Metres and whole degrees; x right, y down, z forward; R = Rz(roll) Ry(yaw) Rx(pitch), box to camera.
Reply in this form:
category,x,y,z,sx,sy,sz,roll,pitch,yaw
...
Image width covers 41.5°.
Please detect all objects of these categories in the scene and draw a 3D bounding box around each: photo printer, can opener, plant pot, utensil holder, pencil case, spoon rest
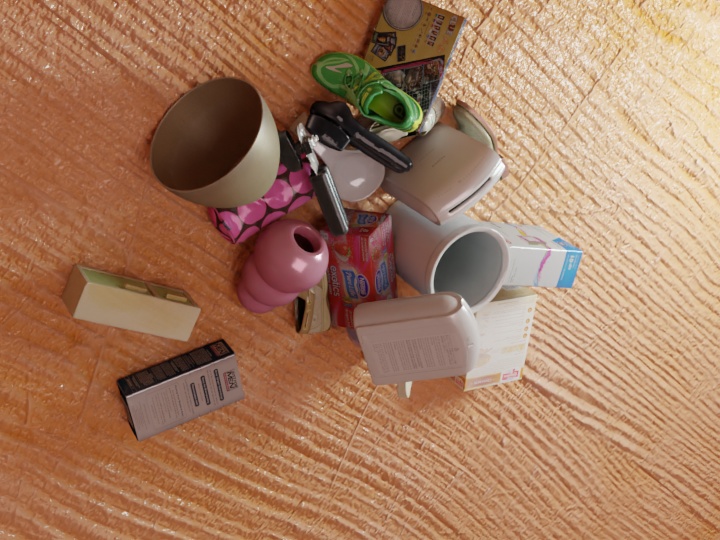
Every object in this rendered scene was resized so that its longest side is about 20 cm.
category,x,y,z,sx,sy,sz,roll,pitch,yaw
photo printer,0.143,-0.167,1.653,0.166,0.200,0.070,-40,128,-7
can opener,-0.001,-0.217,1.571,0.200,0.063,0.079,28,89,-24
plant pot,-0.201,-0.174,1.453,0.200,0.200,0.134,-48,143,-2
photo printer,0.102,0.116,1.626,0.199,0.070,0.167,-9,132,11
utensil holder,0.143,-0.034,1.719,0.169,0.200,0.171,-13,119,-25
pencil case,-0.153,-0.127,1.563,0.200,0.091,0.094,-34,117,-16
spoon rest,-0.036,-0.187,1.616,0.099,0.061,0.200,-46,127,10
can opener,-0.074,-0.145,1.533,0.066,0.053,0.200,-20,115,13

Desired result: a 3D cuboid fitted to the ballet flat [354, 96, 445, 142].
category,x,y,z,sx,sy,sz,roll,pitch,yaw
ballet flat,0.077,-0.252,1.653,0.199,0.067,0.068,-22,123,-22

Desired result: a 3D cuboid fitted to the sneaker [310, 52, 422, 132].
category,x,y,z,sx,sy,sz,roll,pitch,yaw
sneaker,0.011,-0.292,1.536,0.200,0.084,0.074,30,104,4

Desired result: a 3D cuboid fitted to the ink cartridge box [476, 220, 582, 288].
category,x,y,z,sx,sy,sz,roll,pitch,yaw
ink cartridge box,0.308,-0.032,1.856,0.199,0.144,0.085,1,112,-32

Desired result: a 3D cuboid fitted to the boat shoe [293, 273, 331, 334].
category,x,y,z,sx,sy,sz,roll,pitch,yaw
boat shoe,-0.098,0.027,1.679,0.066,0.074,0.201,-17,116,-20

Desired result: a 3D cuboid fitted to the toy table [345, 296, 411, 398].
category,x,y,z,sx,sy,sz,roll,pitch,yaw
toy table,0.082,0.133,1.794,0.184,0.199,0.117,-63,149,-34

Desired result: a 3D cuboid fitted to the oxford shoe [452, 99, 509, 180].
category,x,y,z,sx,sy,sz,roll,pitch,yaw
oxford shoe,0.210,-0.224,1.749,0.074,0.071,0.200,-39,127,-6

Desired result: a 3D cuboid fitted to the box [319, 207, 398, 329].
category,x,y,z,sx,sy,sz,roll,pitch,yaw
box,0.000,0.000,1.690,0.096,0.099,0.201,-48,140,-50

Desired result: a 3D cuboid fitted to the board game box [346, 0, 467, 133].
category,x,y,z,sx,sy,sz,roll,pitch,yaw
board game box,0.076,-0.346,1.577,0.135,0.035,0.201,24,103,5

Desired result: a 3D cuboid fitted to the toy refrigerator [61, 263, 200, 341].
category,x,y,z,sx,sy,sz,roll,pitch,yaw
toy refrigerator,-0.365,0.050,1.524,0.200,0.076,0.070,17,103,-36

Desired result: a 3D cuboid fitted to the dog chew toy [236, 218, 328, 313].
category,x,y,z,sx,sy,sz,roll,pitch,yaw
dog chew toy,-0.140,0.003,1.595,0.124,0.125,0.200,10,141,-35

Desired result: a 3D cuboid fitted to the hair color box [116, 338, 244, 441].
category,x,y,z,sx,sy,sz,roll,pitch,yaw
hair color box,-0.309,0.205,1.644,0.199,0.061,0.100,-20,122,-22

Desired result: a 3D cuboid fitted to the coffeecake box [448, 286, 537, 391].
category,x,y,z,sx,sy,sz,roll,pitch,yaw
coffeecake box,0.268,0.135,1.960,0.153,0.073,0.201,-7,117,-29
